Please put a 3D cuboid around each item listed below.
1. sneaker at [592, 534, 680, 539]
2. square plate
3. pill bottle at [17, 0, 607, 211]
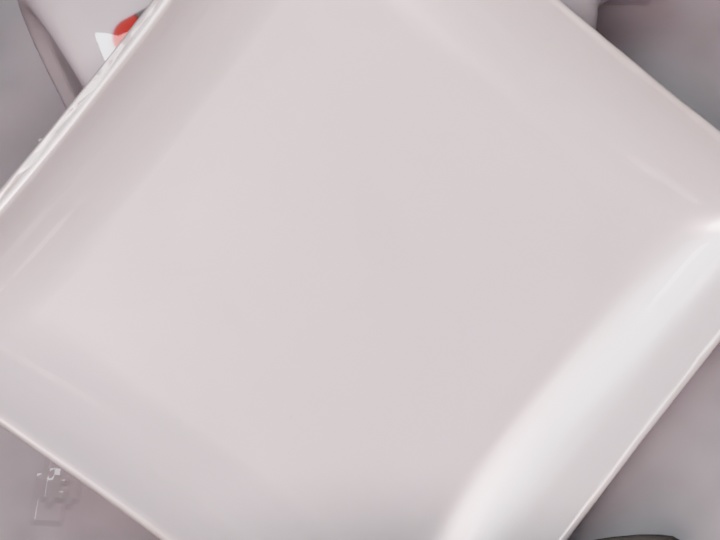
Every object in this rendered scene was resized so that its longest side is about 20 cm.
[{"bbox_3d":[0.021,0.140,0.732,0.201,0.067,0.108,-7,62,-25],"label":"sneaker"},{"bbox_3d":[0.000,0.000,0.789,0.200,0.028,0.198,39,86,-15],"label":"square plate"},{"bbox_3d":[0.003,-0.091,0.853,0.200,0.116,0.116,-29,63,-8],"label":"pill bottle"}]
